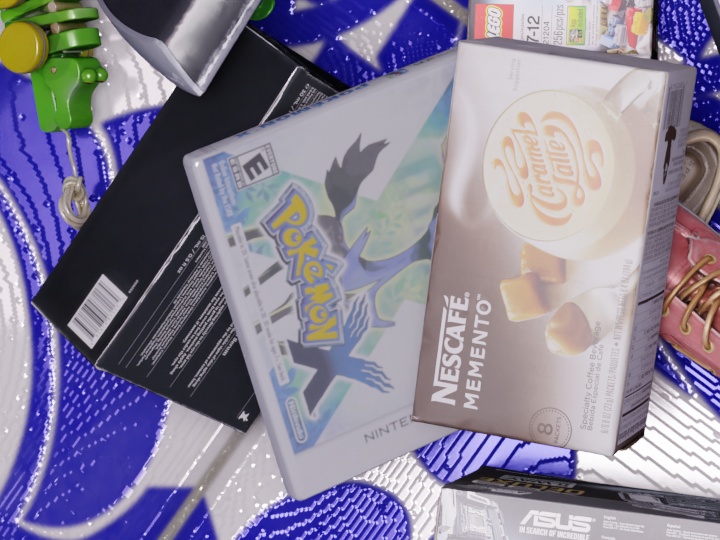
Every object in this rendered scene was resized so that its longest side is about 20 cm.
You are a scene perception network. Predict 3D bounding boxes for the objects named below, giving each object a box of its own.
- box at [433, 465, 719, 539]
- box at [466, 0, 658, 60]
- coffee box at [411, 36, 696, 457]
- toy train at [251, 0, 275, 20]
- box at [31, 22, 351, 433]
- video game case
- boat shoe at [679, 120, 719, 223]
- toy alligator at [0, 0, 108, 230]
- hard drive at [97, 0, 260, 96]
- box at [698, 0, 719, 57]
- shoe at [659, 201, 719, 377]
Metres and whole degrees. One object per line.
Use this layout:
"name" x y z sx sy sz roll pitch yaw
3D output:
"box" 0.148 0.149 1.582 0.199 0.158 0.050 7 91 11
"box" 0.119 -0.221 1.652 0.109 0.035 0.201 2 90 11
"coffee box" 0.101 -0.014 1.502 0.114 0.080 0.201 11 99 17
"toy train" -0.017 -0.225 1.676 0.200 0.042 0.056 -42 73 8
"box" -0.070 -0.024 1.625 0.200 0.141 0.079 -55 48 5
"video game case" 0.015 0.000 1.549 0.181 0.022 0.201 -23 108 -18
"boat shoe" 0.142 0.003 1.625 0.072 0.065 0.200 35 94 -4
"toy alligator" -0.173 -0.127 1.686 0.054 0.059 0.201 -19 85 28
"hard drive" -0.094 -0.180 1.612 0.042 0.200 0.135 30 97 -23
"box" 0.270 -0.176 1.493 0.197 0.123 0.201 -21 89 6
"shoe" 0.190 0.014 1.554 0.200 0.091 0.072 35 88 -18
